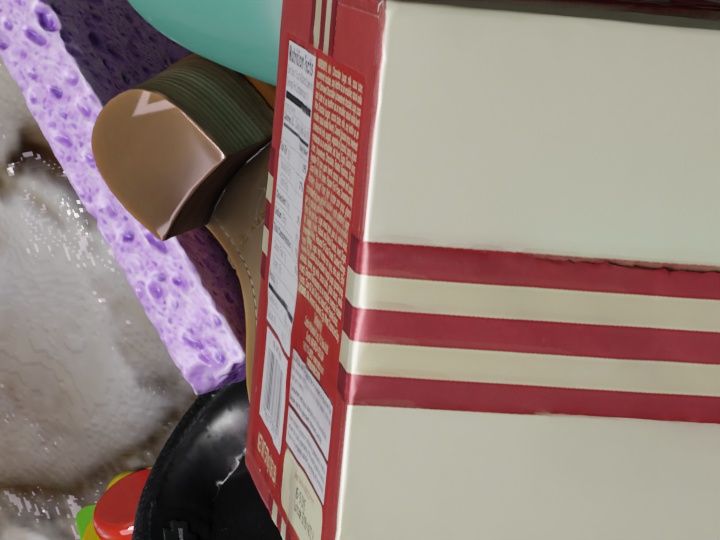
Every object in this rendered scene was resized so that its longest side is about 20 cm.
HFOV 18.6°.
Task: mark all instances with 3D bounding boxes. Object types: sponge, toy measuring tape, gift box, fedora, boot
[{"bbox_3d":[-0.080,-0.052,0.842,0.030,0.111,0.201,-33,82,21],"label":"sponge"},{"bbox_3d":[-0.077,0.140,0.941,0.200,0.073,0.074,-119,26,-60],"label":"toy measuring tape"},{"bbox_3d":[0.070,0.016,0.637,0.185,0.185,0.202,2,105,-11],"label":"gift box"},{"bbox_3d":[0.004,0.098,0.881,0.199,0.202,0.092,-14,138,38],"label":"fedora"},{"bbox_3d":[0.000,0.000,0.804,0.200,0.155,0.077,46,115,9],"label":"boot"}]

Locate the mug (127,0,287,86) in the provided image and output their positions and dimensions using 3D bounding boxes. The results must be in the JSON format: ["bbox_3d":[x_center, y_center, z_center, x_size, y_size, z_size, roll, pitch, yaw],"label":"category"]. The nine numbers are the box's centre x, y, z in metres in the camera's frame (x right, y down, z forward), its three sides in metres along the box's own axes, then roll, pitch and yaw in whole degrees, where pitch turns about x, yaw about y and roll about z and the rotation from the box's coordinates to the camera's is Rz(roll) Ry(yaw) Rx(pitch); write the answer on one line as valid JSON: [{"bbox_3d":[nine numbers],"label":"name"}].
[{"bbox_3d":[-0.012,-0.153,0.756,0.114,0.185,0.153,21,147,32],"label":"mug"}]
